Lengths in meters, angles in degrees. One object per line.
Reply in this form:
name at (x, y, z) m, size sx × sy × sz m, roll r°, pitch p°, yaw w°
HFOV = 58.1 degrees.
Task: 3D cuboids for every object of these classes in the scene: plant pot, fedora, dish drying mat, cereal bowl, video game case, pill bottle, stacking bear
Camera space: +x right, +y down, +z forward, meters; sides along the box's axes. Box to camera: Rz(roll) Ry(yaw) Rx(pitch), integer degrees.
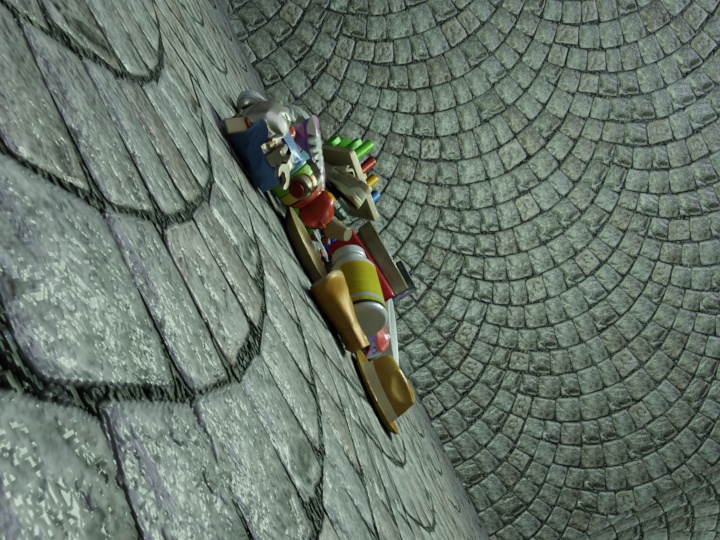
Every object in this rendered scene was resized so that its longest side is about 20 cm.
plant pot at (0.001, 0.002, 1.663) m, size 0.202 × 0.172 × 0.200 m, roll 60°, pitch 3°, yaw -6°
fedora at (0.061, 0.246, 1.377) m, size 0.203 × 0.081 × 0.201 m, roll 63°, pitch 3°, yaw -5°
plant pot at (-0.114, -0.040, 1.381) m, size 0.202 × 0.027 × 0.200 m, roll 64°, pitch 2°, yaw -3°
dish drying mat at (0.000, 0.000, 1.557) m, size 0.201 × 0.076 × 0.018 m, roll 58°, pitch 4°, yaw 22°
cereal bowl at (0.046, 0.167, 1.618) m, size 0.200 × 0.082 × 0.203 m, roll -5°, pitch 90°, yaw -84°
video game case at (0.049, 0.064, 1.753) m, size 0.019 × 0.199 × 0.143 m, roll 54°, pitch 6°, yaw -31°
pill bottle at (-0.010, 0.041, 1.448) m, size 0.112 × 0.111 × 0.202 m, roll 60°, pitch 12°, yaw -47°
stacking bear at (-0.124, -0.177, 1.318) m, size 0.201 × 0.113 × 0.122 m, roll 54°, pitch 4°, yaw -16°

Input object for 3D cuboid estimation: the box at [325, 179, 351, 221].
box at (-0.129, -0.229, 1.603) m, size 0.200 × 0.048 × 0.193 m, roll 43°, pitch 0°, yaw 36°

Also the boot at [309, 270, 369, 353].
boot at (-0.031, 0.085, 1.246) m, size 0.145 × 0.070 × 0.201 m, roll 61°, pitch -4°, yaw 12°

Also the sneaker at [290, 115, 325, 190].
sneaker at (-0.124, -0.235, 1.411) m, size 0.081 × 0.087 × 0.202 m, roll -96°, pitch 179°, yaw -57°

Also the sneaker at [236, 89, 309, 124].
sneaker at (-0.211, -0.359, 1.547) m, size 0.089 × 0.197 × 0.082 m, roll -77°, pitch -174°, yaw -61°

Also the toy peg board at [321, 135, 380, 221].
toy peg board at (-0.027, -0.251, 1.679) m, size 0.199 × 0.098 × 0.201 m, roll 19°, pitch -39°, yaw 47°

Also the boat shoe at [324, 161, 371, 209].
boat shoe at (-0.039, -0.218, 1.560) m, size 0.072 × 0.065 × 0.200 m, roll 46°, pitch 0°, yaw -43°

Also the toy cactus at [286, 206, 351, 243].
toy cactus at (-0.086, -0.113, 1.528) m, size 0.164 × 0.103 × 0.200 m, roll 22°, pitch -15°, yaw 33°

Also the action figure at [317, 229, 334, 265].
action figure at (-0.085, -0.073, 1.789) m, size 0.099 × 0.064 × 0.203 m, roll -128°, pitch -156°, yaw -75°

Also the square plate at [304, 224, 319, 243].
square plate at (-0.177, -0.192, 1.703) m, size 0.199 × 0.028 × 0.201 m, roll 61°, pitch 3°, yaw -45°

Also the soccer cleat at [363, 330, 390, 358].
soccer cleat at (-0.013, 0.118, 1.507) m, size 0.200 × 0.076 × 0.067 m, roll 47°, pitch -30°, yaw 24°

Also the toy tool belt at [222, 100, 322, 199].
toy tool belt at (-0.168, -0.201, 1.178) m, size 0.201 × 0.124 × 0.123 m, roll 59°, pitch 34°, yaw -16°
